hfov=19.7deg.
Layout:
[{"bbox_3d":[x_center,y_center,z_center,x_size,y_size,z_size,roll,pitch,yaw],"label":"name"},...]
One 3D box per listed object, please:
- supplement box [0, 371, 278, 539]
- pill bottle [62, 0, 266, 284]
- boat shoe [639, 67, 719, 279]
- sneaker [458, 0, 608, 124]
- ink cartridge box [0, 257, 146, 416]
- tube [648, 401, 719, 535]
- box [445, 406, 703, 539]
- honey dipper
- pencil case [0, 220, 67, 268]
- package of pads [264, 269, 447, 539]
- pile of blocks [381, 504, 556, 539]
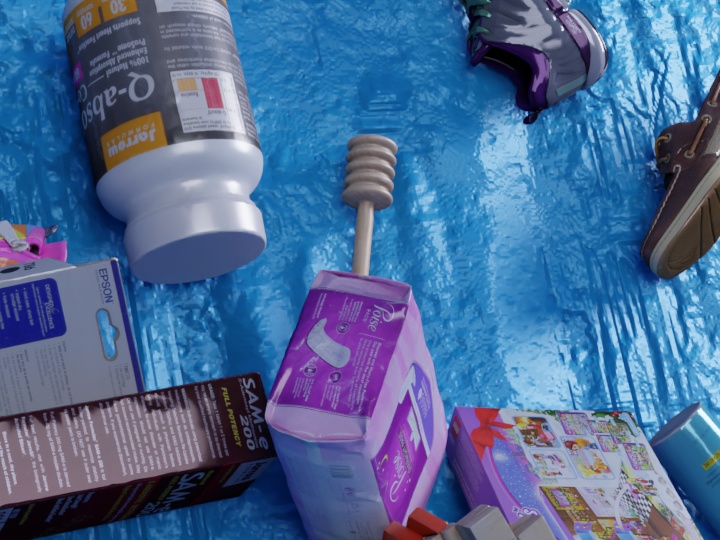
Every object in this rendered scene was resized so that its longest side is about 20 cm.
[{"bbox_3d":[-0.163,0.122,1.317,0.200,0.109,0.061,-10,72,-22],"label":"supplement box"},{"bbox_3d":[-0.131,-0.100,1.418,0.116,0.116,0.200,-6,70,-22],"label":"pill bottle"},{"bbox_3d":[0.257,-0.082,1.586,0.072,0.072,0.200,24,70,26],"label":"boat shoe"},{"bbox_3d":[0.099,-0.208,1.571,0.088,0.074,0.200,-37,85,-23],"label":"sneaker"},{"bbox_3d":[-0.242,0.053,1.305,0.200,0.039,0.099,-11,106,-7],"label":"ink cartridge box"},{"bbox_3d":[0.289,0.185,1.492,0.077,0.050,0.200,-42,92,-21],"label":"tube"},{"bbox_3d":[0.149,0.166,1.390,0.137,0.039,0.200,4,32,-19],"label":"box"},{"bbox_3d":[0.000,0.000,1.468,0.038,0.038,0.200,12,67,-15],"label":"honey dipper"},{"bbox_3d":[-0.295,-0.010,1.340,0.200,0.088,0.088,11,65,-14],"label":"pencil case"},{"bbox_3d":[0.001,0.102,1.335,0.076,0.200,0.121,10,60,16],"label":"package of pads"},{"bbox_3d":[0.024,0.186,1.316,0.200,0.082,0.062,-27,101,13],"label":"pile of blocks"}]
